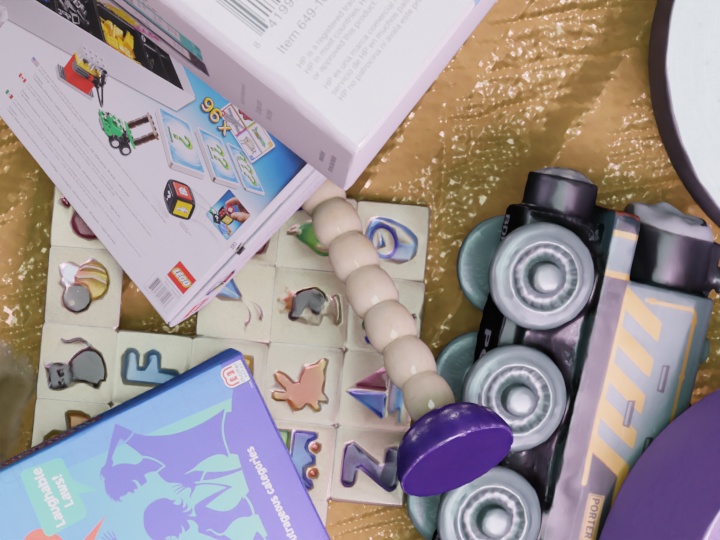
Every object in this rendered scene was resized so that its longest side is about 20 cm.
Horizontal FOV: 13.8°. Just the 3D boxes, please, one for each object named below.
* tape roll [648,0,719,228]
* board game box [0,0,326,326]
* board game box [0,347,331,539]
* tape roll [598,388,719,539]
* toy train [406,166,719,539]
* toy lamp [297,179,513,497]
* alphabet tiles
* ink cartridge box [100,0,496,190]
[{"bbox_3d":[0.227,-0.090,1.284,0.200,0.066,0.201,0,94,-1],"label":"tape roll"},{"bbox_3d":[-0.102,-0.090,1.245,0.200,0.035,0.126,51,130,6],"label":"board game box"},{"bbox_3d":[-0.109,0.144,1.266,0.200,0.045,0.152,-27,94,-7],"label":"board game box"},{"bbox_3d":[0.203,0.144,1.253,0.200,0.085,0.200,-3,98,-20],"label":"tape roll"},{"bbox_3d":[0.091,0.059,1.285,0.114,0.085,0.200,12,91,-13],"label":"toy train"},{"bbox_3d":[0.000,0.000,1.253,0.058,0.058,0.200,-26,64,1],"label":"toy lamp"},{"bbox_3d":[-0.060,0.063,1.302,0.167,0.008,0.200,6,89,-7],"label":"alphabet tiles"},{"bbox_3d":[-0.038,-0.153,1.118,0.200,0.146,0.147,39,86,1],"label":"ink cartridge box"}]
